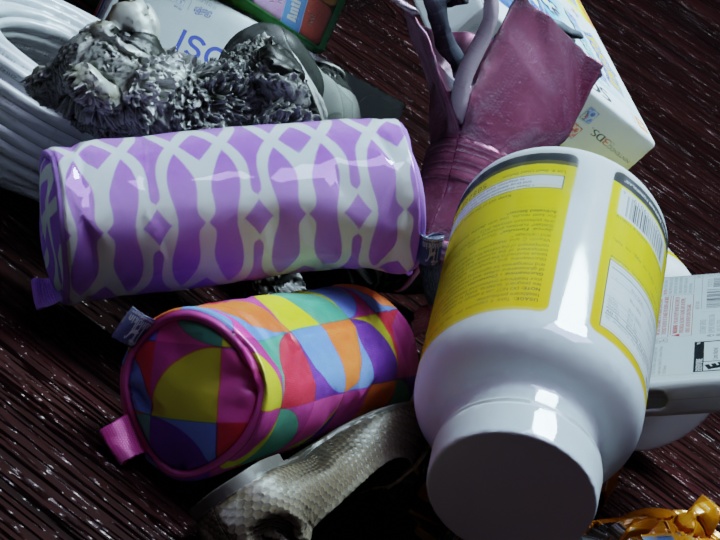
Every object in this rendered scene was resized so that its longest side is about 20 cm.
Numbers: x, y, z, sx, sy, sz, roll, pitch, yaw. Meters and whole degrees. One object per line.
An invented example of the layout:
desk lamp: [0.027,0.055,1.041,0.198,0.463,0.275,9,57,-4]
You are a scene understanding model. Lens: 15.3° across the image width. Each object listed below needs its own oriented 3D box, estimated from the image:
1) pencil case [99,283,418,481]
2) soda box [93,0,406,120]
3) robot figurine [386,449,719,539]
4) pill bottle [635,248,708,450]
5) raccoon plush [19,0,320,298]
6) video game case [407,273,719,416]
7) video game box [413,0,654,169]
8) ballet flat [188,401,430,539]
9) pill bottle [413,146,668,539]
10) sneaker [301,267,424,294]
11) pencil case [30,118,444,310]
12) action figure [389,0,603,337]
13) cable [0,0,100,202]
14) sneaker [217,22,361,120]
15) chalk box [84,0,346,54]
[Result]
pencil case: [-0.045,0.052,1.306,0.088,0.089,0.200,38,18,20]
soda box: [-0.077,-0.116,1.687,0.199,0.069,0.063,27,-14,-13]
robot figurine: [0.101,0.125,1.386,0.145,0.058,0.200,38,19,28]
pill bottle: [0.138,0.015,1.648,0.114,0.115,0.200,18,23,-35]
raccoon plush: [-0.092,-0.044,1.390,0.133,0.097,0.201,-9,78,-33]
video game case: [0.126,0.042,1.461,0.181,0.022,0.200,-4,16,9]
video game box: [0.088,-0.168,1.674,0.182,0.047,0.201,36,23,-42]
ballet flat: [-0.015,0.103,1.260,0.046,0.067,0.200,55,24,9]
pill bottle: [0.087,0.039,1.305,0.112,0.112,0.201,28,40,-10]
sneaker: [0.000,0.000,1.547,0.199,0.071,0.099,15,29,-35]
pencil case: [-0.064,-0.028,1.337,0.199,0.086,0.084,-3,48,-12]
action figure: [0.067,-0.057,1.477,0.133,0.201,0.149,8,-19,22]
cable: [-0.183,-0.103,1.506,0.199,0.069,0.200,27,18,-14]
sneaker: [-0.040,-0.096,1.576,0.074,0.080,0.200,11,-21,15]
chalk box: [-0.074,-0.213,1.721,0.124,0.125,0.200,32,-19,-27]
